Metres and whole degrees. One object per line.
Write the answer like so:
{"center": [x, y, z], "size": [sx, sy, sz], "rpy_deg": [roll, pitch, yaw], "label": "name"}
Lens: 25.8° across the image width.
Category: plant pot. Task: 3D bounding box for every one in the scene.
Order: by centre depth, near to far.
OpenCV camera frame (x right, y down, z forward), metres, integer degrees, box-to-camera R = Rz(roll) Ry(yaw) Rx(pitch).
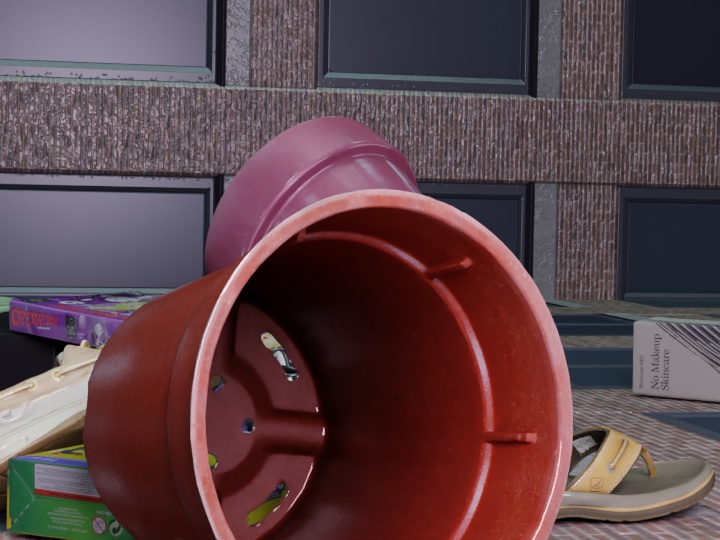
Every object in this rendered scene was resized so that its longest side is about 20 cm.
{"center": [-0.034, 0.073, 0.771], "size": [0.199, 0.203, 0.195], "rpy_deg": [0, -5, -32], "label": "plant pot"}
{"center": [0.000, 0.000, 1.304], "size": [0.199, 0.201, 0.179], "rpy_deg": [-2, 33, -48], "label": "plant pot"}

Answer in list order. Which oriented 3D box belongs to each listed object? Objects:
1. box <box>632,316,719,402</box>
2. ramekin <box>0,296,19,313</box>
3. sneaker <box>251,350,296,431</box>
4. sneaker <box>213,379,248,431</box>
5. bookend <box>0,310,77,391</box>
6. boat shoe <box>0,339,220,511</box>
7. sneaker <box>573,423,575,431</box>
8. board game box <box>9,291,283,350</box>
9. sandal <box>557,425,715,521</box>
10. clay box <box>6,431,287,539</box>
{"center": [0.381, 0.094, 1.606], "size": [0.199, 0.083, 0.068], "rpy_deg": [1, 3, 34], "label": "box"}
{"center": [-0.396, 0.076, 1.415], "size": [0.198, 0.099, 0.200], "rpy_deg": [1, 3, 0], "label": "ramekin"}
{"center": [-0.049, 0.099, 1.181], "size": [0.075, 0.089, 0.200], "rpy_deg": [2, 4, -14], "label": "sneaker"}
{"center": [-0.177, 0.095, 1.194], "size": [0.199, 0.089, 0.075], "rpy_deg": [0, 3, -34], "label": "sneaker"}
{"center": [-0.221, 0.089, 1.279], "size": [0.198, 0.093, 0.199], "rpy_deg": [3, 4, 8], "label": "bookend"}
{"center": [-0.176, 0.079, 1.006], "size": [0.199, 0.074, 0.069], "rpy_deg": [-24, 57, -37], "label": "boat shoe"}
{"center": [0.108, 0.101, 1.260], "size": [0.073, 0.083, 0.199], "rpy_deg": [-2, 3, -32], "label": "sneaker"}
{"center": [-0.160, 0.040, 1.172], "size": [0.119, 0.033, 0.199], "rpy_deg": [-9, 11, -43], "label": "board game box"}
{"center": [0.139, 0.127, 0.997], "size": [0.198, 0.055, 0.080], "rpy_deg": [0, 3, -19], "label": "sandal"}
{"center": [-0.107, 0.127, 0.958], "size": [0.114, 0.048, 0.200], "rpy_deg": [2, 3, 27], "label": "clay box"}
